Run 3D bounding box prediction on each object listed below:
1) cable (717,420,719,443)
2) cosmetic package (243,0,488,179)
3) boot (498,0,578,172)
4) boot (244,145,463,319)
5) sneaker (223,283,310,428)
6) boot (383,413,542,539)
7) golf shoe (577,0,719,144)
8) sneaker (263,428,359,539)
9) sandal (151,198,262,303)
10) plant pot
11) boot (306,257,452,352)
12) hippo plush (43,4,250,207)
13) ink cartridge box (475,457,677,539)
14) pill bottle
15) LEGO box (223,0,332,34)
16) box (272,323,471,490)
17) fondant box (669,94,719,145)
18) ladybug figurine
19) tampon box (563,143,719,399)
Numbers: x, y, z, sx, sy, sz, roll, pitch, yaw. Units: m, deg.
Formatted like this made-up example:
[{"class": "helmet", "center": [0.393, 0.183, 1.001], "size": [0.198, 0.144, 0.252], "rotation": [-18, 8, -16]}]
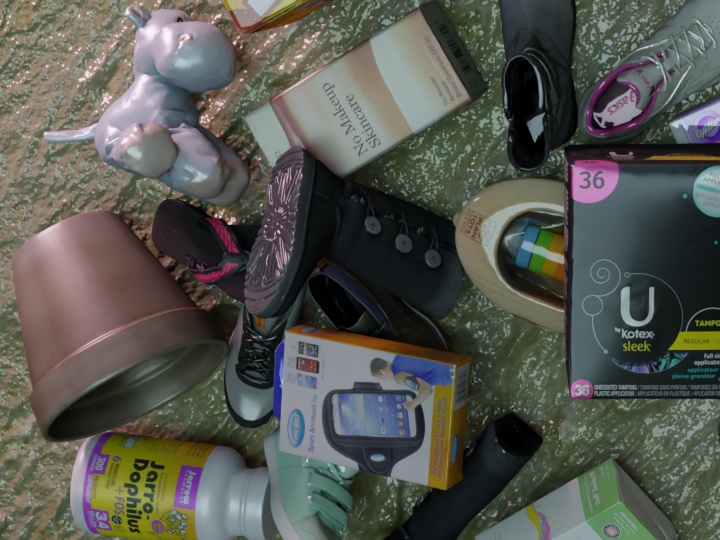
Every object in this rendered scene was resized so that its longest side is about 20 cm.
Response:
[{"class": "cable", "center": [0.373, 0.208, 1.637], "size": [0.097, 0.050, 0.201], "rotation": [5, 102, 16]}, {"class": "cosmetic package", "center": [0.005, -0.156, 1.646], "size": [0.199, 0.087, 0.104], "rotation": [-31, 93, 20]}, {"class": "boot", "center": [0.153, -0.195, 1.572], "size": [0.069, 0.132, 0.201], "rotation": [-11, 98, 18]}, {"class": "boot", "center": [0.000, -0.001, 1.606], "size": [0.065, 0.199, 0.166], "rotation": [-13, 57, 50]}, {"class": "sneaker", "center": [-0.095, 0.061, 1.727], "size": [0.074, 0.079, 0.201], "rotation": [18, 107, 10]}, {"class": "boot", "center": [0.082, 0.234, 1.661], "size": [0.066, 0.165, 0.200], "rotation": [43, 110, -5]}, {"class": "golf shoe", "center": [0.274, -0.178, 1.564], "size": [0.200, 0.092, 0.075], "rotation": [-42, 87, 18]}, {"class": "sneaker", "center": [-0.023, 0.200, 1.687], "size": [0.118, 0.201, 0.074], "rotation": [-35, 130, 14]}, {"class": "sandal", "center": [-0.142, -0.019, 1.694], "size": [0.199, 0.045, 0.076], "rotation": [21, 98, 39]}, {"class": "plant pot", "center": [-0.252, 0.045, 1.725], "size": [0.200, 0.200, 0.174], "rotation": [-34, 74, 19]}, {"class": "boot", "center": [0.017, 0.063, 1.679], "size": [0.075, 0.097, 0.201], "rotation": [-33, 90, 34]}, {"class": "hippo plush", "center": [-0.169, -0.160, 1.690], "size": [0.200, 0.159, 0.162], "rotation": [19, 89, 54]}, {"class": "ink cartridge box", "center": [0.189, 0.277, 1.674], "size": [0.200, 0.067, 0.117], "rotation": [-33, 120, 19]}, {"class": "pill bottle", "center": [-0.181, 0.222, 1.771], "size": [0.199, 0.104, 0.105], "rotation": [5, 103, 15]}, {"class": "LEGO box", "center": [-0.019, -0.295, 1.591], "size": [0.199, 0.149, 0.077], "rotation": [-26, 94, 19]}, {"class": "box", "center": [0.001, 0.122, 1.629], "size": [0.199, 0.041, 0.120], "rotation": [9, 104, 24]}, {"class": "fondant box", "center": [0.381, -0.074, 1.573], "size": [0.144, 0.058, 0.201], "rotation": [-25, 93, 19]}, {"class": "ladybug figurine", "center": [0.181, -0.017, 1.633], "size": [0.199, 0.072, 0.136], "rotation": [24, 106, 9]}, {"class": "tampon box", "center": [0.249, -0.002, 1.516], "size": [0.149, 0.126, 0.201], "rotation": [-1, 102, 4]}]
